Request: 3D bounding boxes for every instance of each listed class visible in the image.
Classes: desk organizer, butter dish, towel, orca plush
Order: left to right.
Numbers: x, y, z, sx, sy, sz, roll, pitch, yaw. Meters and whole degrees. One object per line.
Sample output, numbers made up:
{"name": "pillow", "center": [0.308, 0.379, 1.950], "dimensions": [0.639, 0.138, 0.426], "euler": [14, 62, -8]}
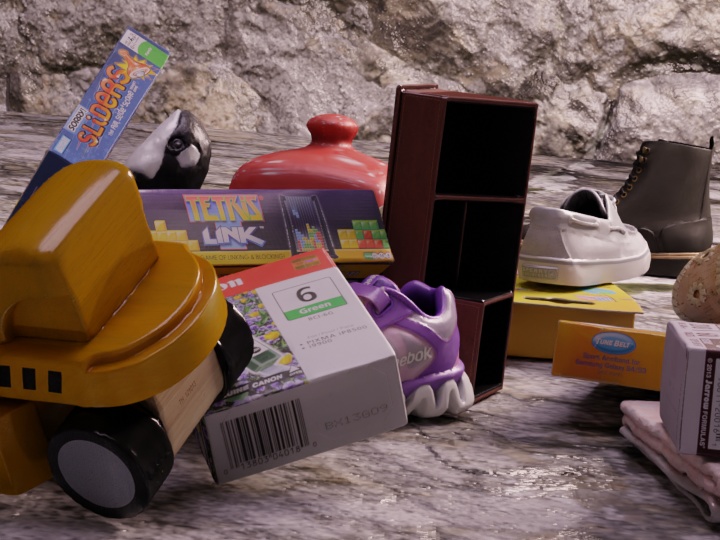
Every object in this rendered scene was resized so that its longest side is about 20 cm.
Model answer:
{"name": "orca plush", "center": [-0.159, -0.014, 1.365], "dimensions": [0.071, 0.200, 0.105], "euler": [38, -20, 11]}
{"name": "butter dish", "center": [-0.029, -0.055, 1.647], "dimensions": [0.199, 0.149, 0.199], "euler": [6, 1, 14]}
{"name": "desk organizer", "center": [0.060, -0.018, 1.313], "dimensions": [0.077, 0.201, 0.072], "euler": [10, 9, 21]}
{"name": "towel", "center": [0.261, 0.110, 1.129], "dimensions": [0.190, 0.032, 0.200], "euler": [3, 8, -8]}

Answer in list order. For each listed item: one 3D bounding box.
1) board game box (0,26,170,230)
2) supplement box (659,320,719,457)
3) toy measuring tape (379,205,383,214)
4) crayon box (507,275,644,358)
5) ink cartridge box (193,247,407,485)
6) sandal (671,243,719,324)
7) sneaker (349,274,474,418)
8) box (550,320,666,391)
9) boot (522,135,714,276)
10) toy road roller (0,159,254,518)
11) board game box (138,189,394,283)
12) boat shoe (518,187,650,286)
{"name": "board game box", "center": [-0.202, -0.053, 1.322], "dimensions": [0.034, 0.200, 0.136], "euler": [32, 44, -8]}
{"name": "supplement box", "center": [0.269, 0.070, 1.086], "dimensions": [0.199, 0.061, 0.109], "euler": [5, 7, 2]}
{"name": "toy measuring tape", "center": [0.000, 0.000, 1.470], "dimensions": [0.200, 0.074, 0.073], "euler": [-34, 28, -28]}
{"name": "crayon box", "center": [0.135, 0.032, 1.522], "dimensions": [0.126, 0.051, 0.200], "euler": [5, 8, -4]}
{"name": "ink cartridge box", "center": [-0.057, 0.035, 1.119], "dimensions": [0.108, 0.051, 0.200], "euler": [-17, 31, -11]}
{"name": "sandal", "center": [0.238, 0.020, 1.314], "dimensions": [0.069, 0.078, 0.212], "euler": [-11, -5, -4]}
{"name": "sneaker", "center": [-0.008, 0.048, 1.205], "dimensions": [0.080, 0.089, 0.200], "euler": [15, 16, 41]}
{"name": "box", "center": [0.205, 0.060, 1.320], "dimensions": [0.118, 0.042, 0.200], "euler": [7, 1, 17]}
{"name": "boot", "center": [0.254, -0.071, 1.982], "dimensions": [0.199, 0.139, 0.077], "euler": [3, 9, 1]}
{"name": "toy road roller", "center": [-0.160, 0.022, 0.988], "dimensions": [0.199, 0.147, 0.123], "euler": [4, 37, 28]}
{"name": "board game box", "center": [-0.106, 0.006, 1.282], "dimensions": [0.199, 0.057, 0.165], "euler": [-1, -25, -35]}
{"name": "boat shoe", "center": [0.175, -0.030, 1.550], "dimensions": [0.072, 0.069, 0.200], "euler": [10, 9, 32]}
